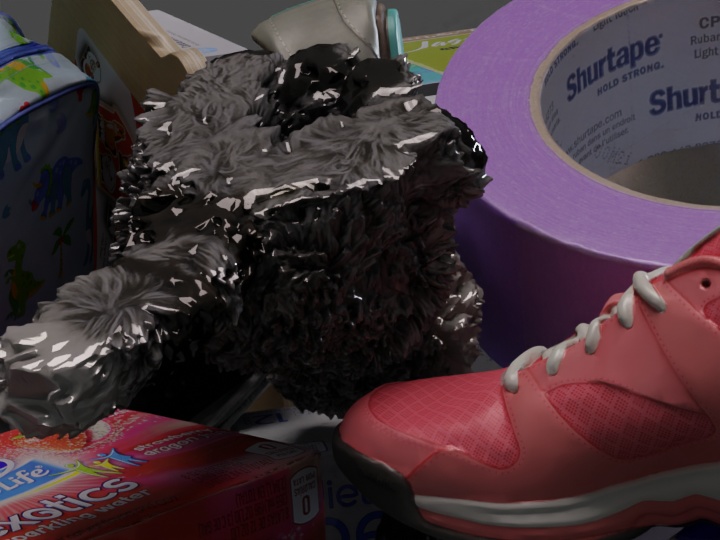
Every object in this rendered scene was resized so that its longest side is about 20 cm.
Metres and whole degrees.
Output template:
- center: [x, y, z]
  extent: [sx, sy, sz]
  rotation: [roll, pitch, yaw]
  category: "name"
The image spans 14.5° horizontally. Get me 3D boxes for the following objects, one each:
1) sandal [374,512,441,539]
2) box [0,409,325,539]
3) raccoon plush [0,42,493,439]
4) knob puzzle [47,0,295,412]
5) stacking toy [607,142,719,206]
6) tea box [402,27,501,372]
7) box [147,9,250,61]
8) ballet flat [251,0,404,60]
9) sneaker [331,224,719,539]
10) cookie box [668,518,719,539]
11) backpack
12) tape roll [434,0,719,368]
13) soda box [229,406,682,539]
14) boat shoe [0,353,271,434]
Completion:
- center: [0.058, 0.118, 0.791]
  extent: [0.048, 0.076, 0.200]
  rotation: [17, 10, -30]
  category: "sandal"
- center: [-0.108, 0.110, 0.782]
  extent: [0.100, 0.096, 0.200]
  rotation: [10, 19, 42]
  category: "box"
- center: [-0.037, 0.024, 0.829]
  extent: [0.200, 0.134, 0.097]
  rotation: [-33, 44, -33]
  category: "raccoon plush"
- center: [-0.063, -0.001, 1.047]
  extent: [0.030, 0.220, 0.219]
  rotation: [-15, 17, -27]
  category: "knob puzzle"
- center: [0.173, 0.008, 1.080]
  extent: [0.200, 0.147, 0.146]
  rotation: [0, 7, -43]
  category: "stacking toy"
- center: [0.054, -0.022, 1.185]
  extent: [0.199, 0.134, 0.197]
  rotation: [-10, 14, -21]
  category: "tea box"
- center: [-0.067, -0.017, 1.158]
  extent: [0.041, 0.156, 0.200]
  rotation: [-8, 15, -18]
  category: "box"
- center: [0.000, 0.000, 1.018]
  extent: [0.063, 0.201, 0.067]
  rotation: [-11, -7, 1]
  category: "ballet flat"
- center: [0.088, 0.026, 0.779]
  extent: [0.199, 0.087, 0.074]
  rotation: [-2, 15, 17]
  category: "sneaker"
- center: [0.212, 0.092, 0.802]
  extent: [0.199, 0.075, 0.171]
  rotation: [3, 17, 31]
  category: "cookie box"
- center: [-0.169, -0.006, 1.045]
  extent: [0.153, 0.201, 0.163]
  rotation: [4, 16, 33]
  category: "backpack"
- center: [0.125, -0.031, 0.906]
  extent: [0.199, 0.066, 0.200]
  rotation: [-4, 34, 3]
  category: "tape roll"
- center: [0.060, 0.075, 0.931]
  extent: [0.199, 0.068, 0.063]
  rotation: [-6, 13, -8]
  category: "soda box"
- center: [-0.098, 0.063, 0.906]
  extent: [0.199, 0.074, 0.068]
  rotation: [-34, 13, -21]
  category: "boat shoe"
